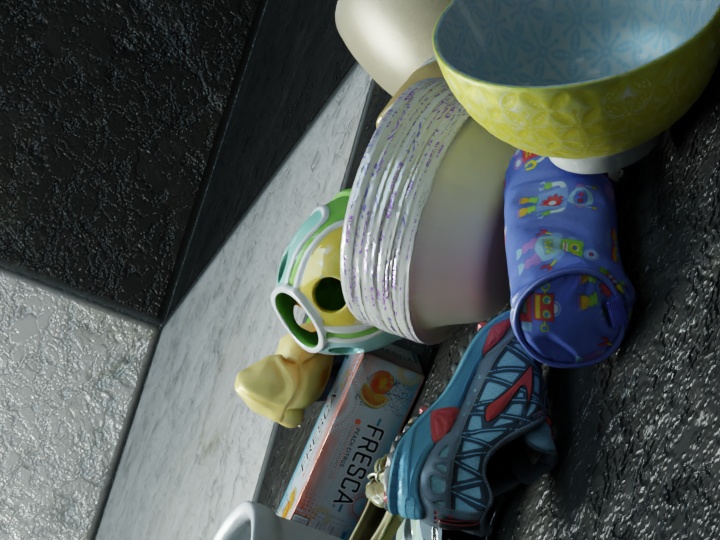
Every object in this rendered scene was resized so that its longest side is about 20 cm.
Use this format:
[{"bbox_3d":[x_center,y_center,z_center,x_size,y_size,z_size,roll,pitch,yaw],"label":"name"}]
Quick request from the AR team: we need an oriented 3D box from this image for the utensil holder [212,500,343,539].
[{"bbox_3d":[-0.009,0.257,1.139,0.170,0.199,0.171,-160,90,-78],"label":"utensil holder"}]

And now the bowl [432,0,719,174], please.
[{"bbox_3d":[0.156,-0.132,1.218,0.201,0.199,0.108,-86,-18,-54],"label":"bowl"}]

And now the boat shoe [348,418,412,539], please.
[{"bbox_3d":[0.014,0.208,1.448,0.073,0.063,0.202,-149,80,-78],"label":"boat shoe"}]

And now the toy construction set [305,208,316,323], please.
[{"bbox_3d":[-0.025,0.034,1.845,0.131,0.092,0.201,4,80,52],"label":"toy construction set"}]

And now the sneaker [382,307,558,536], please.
[{"bbox_3d":[0.099,0.109,1.234,0.200,0.095,0.080,-51,-29,-34],"label":"sneaker"}]

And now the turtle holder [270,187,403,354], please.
[{"bbox_3d":[0.003,0.009,1.542,0.131,0.142,0.185,-35,23,-21],"label":"turtle holder"}]

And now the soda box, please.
[{"bbox_3d":[-0.011,0.162,1.638,0.068,0.063,0.201,-110,43,-73],"label":"soda box"}]

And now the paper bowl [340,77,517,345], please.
[{"bbox_3d":[0.074,-0.040,1.385,0.201,0.104,0.202,-49,-31,-43],"label":"paper bowl"}]

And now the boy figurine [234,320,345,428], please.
[{"bbox_3d":[-0.047,0.094,1.677,0.125,0.064,0.200,-64,-21,14],"label":"boy figurine"}]

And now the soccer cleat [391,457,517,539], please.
[{"bbox_3d":[0.050,0.215,1.283,0.201,0.067,0.081,-67,25,9],"label":"soccer cleat"}]

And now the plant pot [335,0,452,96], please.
[{"bbox_3d":[0.095,-0.202,1.563,0.135,0.199,0.201,64,145,23],"label":"plant pot"}]

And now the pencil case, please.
[{"bbox_3d":[0.143,-0.021,1.234,0.201,0.086,0.078,-85,-23,-54],"label":"pencil case"}]

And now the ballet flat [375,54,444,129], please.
[{"bbox_3d":[0.101,-0.167,1.465,0.069,0.199,0.063,55,-164,-60],"label":"ballet flat"}]
